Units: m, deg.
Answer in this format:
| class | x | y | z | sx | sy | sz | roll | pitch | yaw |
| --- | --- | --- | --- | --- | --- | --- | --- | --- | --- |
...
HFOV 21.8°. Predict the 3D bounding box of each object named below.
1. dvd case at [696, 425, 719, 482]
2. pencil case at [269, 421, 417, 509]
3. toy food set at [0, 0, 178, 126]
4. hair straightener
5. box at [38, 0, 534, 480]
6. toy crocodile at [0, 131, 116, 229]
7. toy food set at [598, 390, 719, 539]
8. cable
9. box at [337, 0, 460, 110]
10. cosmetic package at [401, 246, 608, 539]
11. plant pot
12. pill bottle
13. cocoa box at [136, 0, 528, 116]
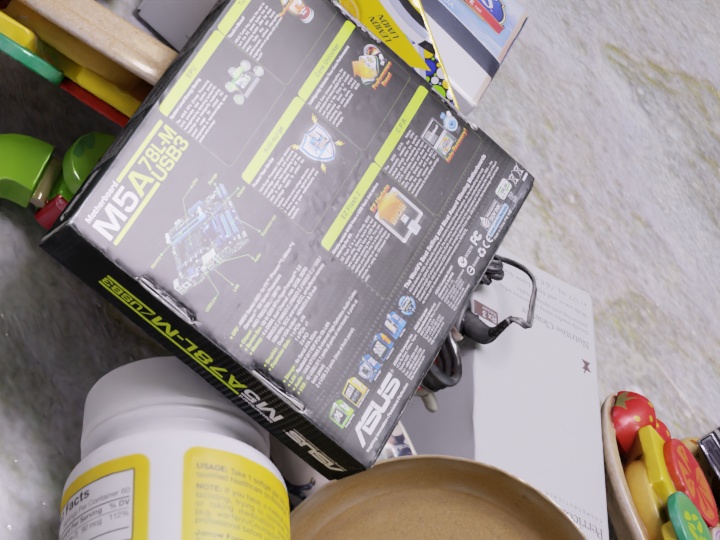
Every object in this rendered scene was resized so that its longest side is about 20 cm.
| class | x | y | z | sx | sy | sz | roll | pitch | yaw |
| --- | --- | --- | --- | --- | --- | --- | --- | --- | --- |
| dvd case | 0.293 | 0.168 | 1.289 | 0.149 | 0.016 | 0.200 | 61 | 19 | 9 |
| pencil case | 0.003 | 0.116 | 1.044 | 0.200 | 0.089 | 0.078 | 63 | -4 | 17 |
| toy food set | -0.135 | -0.113 | 1.044 | 0.198 | 0.049 | 0.200 | 32 | 3 | -12 |
| hair straightener | 0.040 | -0.023 | 1.143 | 0.077 | 0.041 | 0.200 | -40 | 52 | -17 |
| box | -0.029 | -0.030 | 0.940 | 0.193 | 0.048 | 0.200 | 38 | 60 | -13 |
| toy crocodile | -0.126 | -0.020 | 1.048 | 0.200 | 0.067 | 0.062 | 31 | 62 | -20 |
| toy food set | 0.211 | 0.167 | 1.193 | 0.200 | 0.049 | 0.198 | 47 | 24 | -37 |
| cable | 0.000 | 0.000 | 1.031 | 0.200 | 0.050 | 0.097 | 51 | 20 | -32 |
| box | 0.013 | -0.125 | 1.091 | 0.070 | 0.064 | 0.200 | -54 | 125 | -86 |
| cosmetic package | 0.085 | 0.089 | 1.152 | 0.113 | 0.081 | 0.200 | 27 | 43 | -29 |
| plant pot | 0.035 | 0.196 | 0.966 | 0.200 | 0.200 | 0.027 | 55 | -5 | 7 |
| pill bottle | -0.090 | 0.149 | 0.905 | 0.114 | 0.114 | 0.200 | 23 | 46 | -30 |
| cocoa box | -0.015 | -0.168 | 1.222 | 0.200 | 0.133 | 0.131 | 42 | 39 | -9 |
